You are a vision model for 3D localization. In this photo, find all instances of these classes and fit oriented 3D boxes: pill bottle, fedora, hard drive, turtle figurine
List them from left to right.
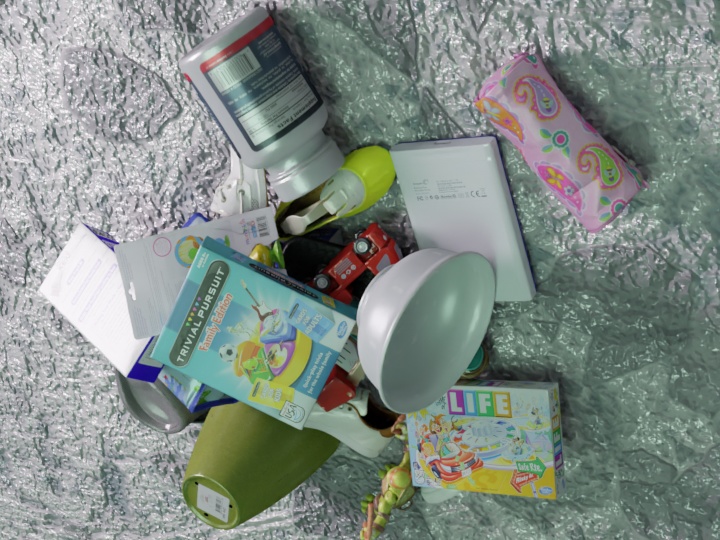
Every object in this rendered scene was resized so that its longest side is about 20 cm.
[{"bbox_3d":[-0.292,0.157,1.844,0.176,0.090,0.201,-13,114,39],"label":"fedora"},{"bbox_3d":[-0.107,-0.186,1.466,0.119,0.120,0.201,-20,110,40],"label":"pill bottle"},{"bbox_3d":[0.049,0.275,1.688,0.064,0.202,0.161,19,162,0],"label":"turtle figurine"},{"bbox_3d":[0.120,-0.056,1.480,0.131,0.025,0.202,-1,121,32],"label":"hard drive"}]

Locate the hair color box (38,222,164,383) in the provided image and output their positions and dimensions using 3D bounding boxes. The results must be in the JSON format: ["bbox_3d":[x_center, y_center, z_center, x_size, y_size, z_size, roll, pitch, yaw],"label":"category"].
[{"bbox_3d":[-0.311,0.040,1.630,0.199,0.065,0.110,38,98,29],"label":"hair color box"}]

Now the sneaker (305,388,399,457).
[{"bbox_3d":[-0.037,0.170,1.699,0.198,0.073,0.085,27,129,-16],"label":"sneaker"}]

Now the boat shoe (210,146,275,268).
[{"bbox_3d":[-0.148,-0.083,1.559,0.068,0.071,0.203,-8,97,-11],"label":"boat shoe"}]

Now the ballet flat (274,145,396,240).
[{"bbox_3d":[-0.037,-0.083,1.531,0.199,0.067,0.067,-26,104,41],"label":"ballet flat"}]

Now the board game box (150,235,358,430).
[{"bbox_3d":[-0.124,0.074,1.492,0.198,0.047,0.152,25,105,-5],"label":"board game box"}]

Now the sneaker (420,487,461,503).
[{"bbox_3d":[0.136,0.223,1.645,0.089,0.075,0.200,48,123,-1],"label":"sneaker"}]

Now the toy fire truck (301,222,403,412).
[{"bbox_3d":[-0.010,0.056,1.532,0.200,0.049,0.141,-41,101,11],"label":"toy fire truck"}]

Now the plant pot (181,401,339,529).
[{"bbox_3d":[-0.152,0.252,1.750,0.185,0.200,0.189,16,128,21],"label":"plant pot"}]

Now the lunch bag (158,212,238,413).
[{"bbox_3d":[-0.198,0.052,1.668,0.170,0.127,0.201,38,113,23],"label":"lunch bag"}]

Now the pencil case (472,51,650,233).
[{"bbox_3d":[0.209,-0.134,1.333,0.200,0.088,0.087,46,133,-6],"label":"pencil case"}]

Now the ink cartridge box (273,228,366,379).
[{"bbox_3d":[-0.050,0.043,1.644,0.093,0.044,0.202,1,121,30],"label":"ink cartridge box"}]

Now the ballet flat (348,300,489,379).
[{"bbox_3d":[0.065,0.093,1.595,0.198,0.069,0.072,14,162,11],"label":"ballet flat"}]

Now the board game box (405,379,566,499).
[{"bbox_3d":[0.151,0.203,1.573,0.198,0.034,0.136,-1,100,32],"label":"board game box"}]

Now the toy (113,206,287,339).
[{"bbox_3d":[-0.185,0.004,1.535,0.198,0.047,0.117,-14,88,9],"label":"toy"}]

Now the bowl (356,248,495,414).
[{"bbox_3d":[0.059,0.054,1.461,0.090,0.200,0.203,29,135,34],"label":"bowl"}]

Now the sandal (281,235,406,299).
[{"bbox_3d":[0.000,0.000,1.566,0.198,0.045,0.076,18,106,-3],"label":"sandal"}]
